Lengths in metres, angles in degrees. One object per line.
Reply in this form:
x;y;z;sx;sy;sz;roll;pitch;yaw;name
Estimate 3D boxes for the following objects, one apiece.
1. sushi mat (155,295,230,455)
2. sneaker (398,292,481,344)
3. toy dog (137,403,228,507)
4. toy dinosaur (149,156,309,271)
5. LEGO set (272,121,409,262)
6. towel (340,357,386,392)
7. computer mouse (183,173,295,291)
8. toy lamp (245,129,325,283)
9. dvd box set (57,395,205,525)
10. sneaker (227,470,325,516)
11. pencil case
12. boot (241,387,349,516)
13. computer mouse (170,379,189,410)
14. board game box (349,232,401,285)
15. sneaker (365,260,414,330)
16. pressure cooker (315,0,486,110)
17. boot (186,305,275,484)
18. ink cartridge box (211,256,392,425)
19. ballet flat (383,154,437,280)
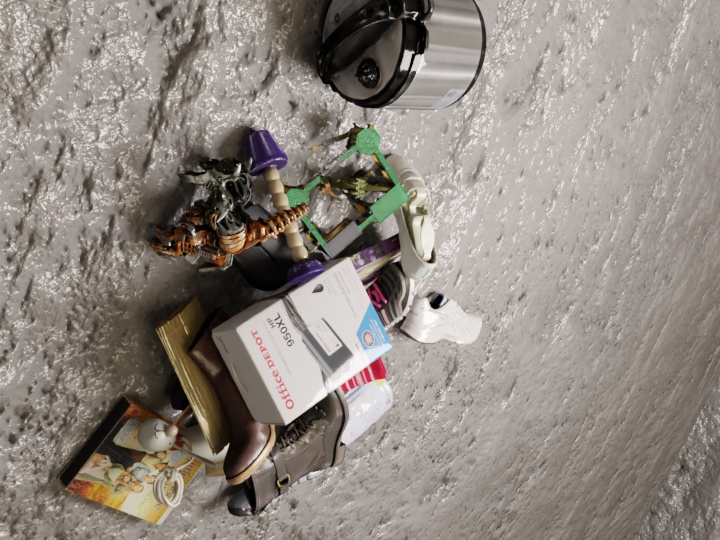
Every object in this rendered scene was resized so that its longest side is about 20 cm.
-0.213;0.144;1.131;0.096;0.012;0.202;-47;121;-58;sushi mat
0.160;0.086;1.510;0.199;0.074;0.088;2;108;-46;sneaker
-0.216;0.240;1.170;0.200;0.096;0.133;-14;84;-69;toy dog
-0.168;-0.069;1.037;0.198;0.102;0.137;-13;106;-11;toy dinosaur
-0.035;-0.113;1.185;0.200;0.116;0.154;-47;114;-5;LEGO set
-0.057;0.174;1.303;0.198;0.023;0.145;-22;151;-4;towel
-0.146;-0.029;1.147;0.139;0.053;0.200;-52;139;-7;computer mouse
-0.102;-0.085;1.071;0.058;0.058;0.202;-13;81;-38;toy lamp
-0.316;0.280;1.194;0.147;0.029;0.200;-52;139;-7;dvd box set
-0.146;0.330;1.381;0.199;0.074;0.088;-25;111;-39;sneaker
-0.033;0.246;1.389;0.199;0.083;0.092;-32;126;-40;pencil case
-0.104;0.255;1.215;0.173;0.069;0.202;-21;122;-32;boot
-0.205;0.127;1.210;0.200;0.034;0.059;-43;153;-25;computer mouse
0.000;0.000;1.283;0.199;0.032;0.120;-27;170;-30;board game box
0.011;0.063;1.314;0.087;0.074;0.200;-2;141;-42;sneaker
0.045;-0.297;1.068;0.199;0.178;0.177;-10;124;-41;pressure cooker
-0.181;0.168;1.121;0.167;0.072;0.201;48;40;-24;boot
-0.076;0.093;1.105;0.199;0.084;0.146;-33;101;-32;ink cartridge box
0.083;-0.087;1.244;0.069;0.069;0.202;2;74;-45;ballet flat
